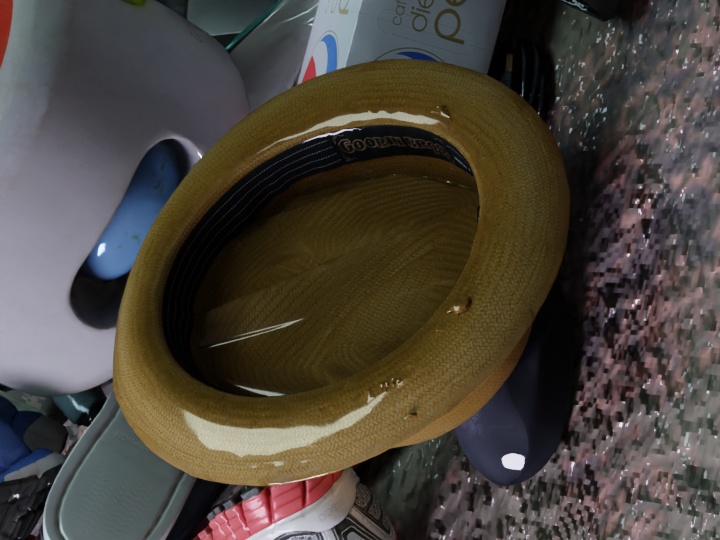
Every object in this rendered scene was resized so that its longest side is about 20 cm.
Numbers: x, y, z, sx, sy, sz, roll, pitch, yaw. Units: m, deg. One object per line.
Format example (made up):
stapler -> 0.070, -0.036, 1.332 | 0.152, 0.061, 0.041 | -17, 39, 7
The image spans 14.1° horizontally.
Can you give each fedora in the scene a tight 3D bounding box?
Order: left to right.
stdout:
fedora -> 0.001, 0.013, 1.133 | 0.200, 0.082, 0.201 | -18, 51, 23

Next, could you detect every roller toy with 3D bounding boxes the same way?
roller toy -> -0.143, -0.043, 1.272 | 0.200, 0.140, 0.183 | -30, 44, 36

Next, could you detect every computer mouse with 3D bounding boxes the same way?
computer mouse -> 0.057, -0.008, 1.178 | 0.059, 0.034, 0.201 | -45, 38, 51

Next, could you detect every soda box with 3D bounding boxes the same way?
soda box -> 0.018, -0.101, 1.225 | 0.068, 0.063, 0.201 | -162, 86, -73

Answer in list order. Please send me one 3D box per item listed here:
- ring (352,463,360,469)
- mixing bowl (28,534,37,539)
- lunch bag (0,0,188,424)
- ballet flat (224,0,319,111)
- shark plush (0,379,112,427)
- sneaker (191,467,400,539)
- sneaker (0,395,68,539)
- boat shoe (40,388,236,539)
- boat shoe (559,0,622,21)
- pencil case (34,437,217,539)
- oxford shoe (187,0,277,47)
ring -> 0.000, 0.000, 1.317 | 0.200, 0.019, 0.201 | -42, 42, 53
mixing bowl -> -0.169, 0.204, 1.397 | 0.108, 0.200, 0.201 | -25, 53, 41
lunch bag -> -0.142, -0.043, 1.507 | 0.200, 0.117, 0.164 | -53, -15, -55
ballet flat -> 0.010, -0.126, 1.297 | 0.200, 0.069, 0.070 | -49, 32, 15
shark plush -> -0.144, 0.011, 1.388 | 0.200, 0.091, 0.084 | 12, 114, 50
sneaker -> -0.030, 0.132, 1.234 | 0.078, 0.082, 0.200 | -37, -5, -16
sneaker -> -0.185, 0.091, 1.310 | 0.079, 0.089, 0.200 | -60, 9, 1
boat shoe -> -0.079, 0.064, 1.289 | 0.200, 0.076, 0.060 | -49, -11, -30
boat shoe -> 0.017, -0.154, 1.147 | 0.074, 0.201, 0.063 | -115, 44, -88
pencil case -> -0.129, 0.168, 1.308 | 0.087, 0.083, 0.200 | -48, 15, 48
oxford shoe -> -0.055, -0.063, 1.418 | 0.071, 0.071, 0.201 | 7, 77, 27
